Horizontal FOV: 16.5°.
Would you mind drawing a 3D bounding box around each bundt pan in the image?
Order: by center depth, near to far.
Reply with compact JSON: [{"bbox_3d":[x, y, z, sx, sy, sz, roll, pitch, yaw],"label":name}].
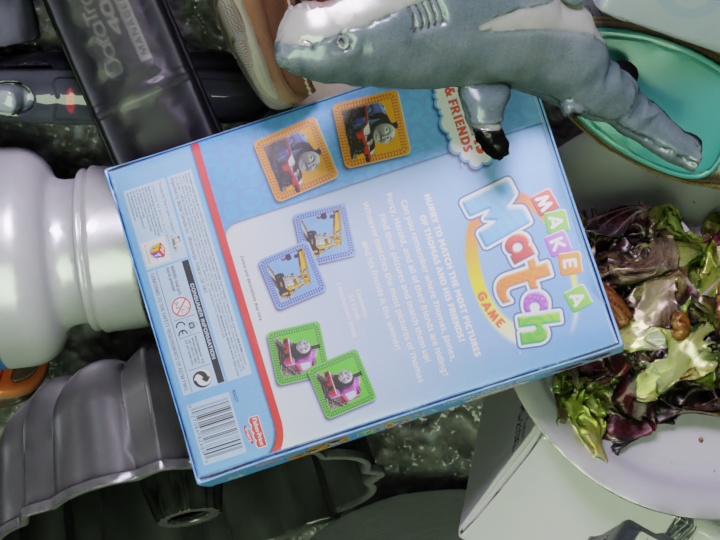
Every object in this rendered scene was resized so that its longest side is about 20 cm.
[{"bbox_3d":[-0.093,0.090,1.254,0.201,0.076,0.202,-11,160,-4],"label":"bundt pan"}]

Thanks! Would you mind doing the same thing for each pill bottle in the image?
[{"bbox_3d":[-0.206,-0.004,1.237,0.199,0.112,0.112,-6,119,2],"label":"pill bottle"}]

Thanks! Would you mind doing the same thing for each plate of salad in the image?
[{"bbox_3d":[0.158,0.017,1.163,0.200,0.200,0.048,27,157,-7],"label":"plate of salad"}]

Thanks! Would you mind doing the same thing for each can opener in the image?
[{"bbox_3d":[-0.141,-0.092,1.209,0.199,0.063,0.079,7,120,5],"label":"can opener"}]

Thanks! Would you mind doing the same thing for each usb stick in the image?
[{"bbox_3d":[-0.118,-0.122,1.168,0.055,0.033,0.200,-23,93,5],"label":"usb stick"}]

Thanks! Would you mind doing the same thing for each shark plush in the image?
[{"bbox_3d":[0.057,-0.088,1.082,0.200,0.083,0.091,27,162,-33],"label":"shark plush"}]

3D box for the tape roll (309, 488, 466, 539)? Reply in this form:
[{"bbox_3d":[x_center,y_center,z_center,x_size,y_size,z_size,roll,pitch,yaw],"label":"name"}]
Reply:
[{"bbox_3d":[0.058,0.194,1.250,0.200,0.200,0.066,6,122,5],"label":"tape roll"}]

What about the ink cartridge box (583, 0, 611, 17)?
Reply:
[{"bbox_3d":[0.105,-0.194,1.095,0.197,0.047,0.200,-25,140,11],"label":"ink cartridge box"}]

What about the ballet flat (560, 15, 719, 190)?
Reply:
[{"bbox_3d":[0.179,-0.072,1.167,0.200,0.072,0.068,18,110,-2],"label":"ballet flat"}]

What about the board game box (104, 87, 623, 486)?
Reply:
[{"bbox_3d":[0.001,-0.004,1.122,0.200,0.037,0.152,-18,80,5],"label":"board game box"}]

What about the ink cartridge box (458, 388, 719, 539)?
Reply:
[{"bbox_3d":[0.157,0.112,1.233,0.200,0.145,0.084,31,121,-9],"label":"ink cartridge box"}]

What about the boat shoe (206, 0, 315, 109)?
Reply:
[{"bbox_3d":[-0.043,-0.164,1.075,0.072,0.076,0.200,-18,119,-6],"label":"boat shoe"}]

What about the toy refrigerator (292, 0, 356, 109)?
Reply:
[{"bbox_3d":[-0.015,-0.128,1.169,0.076,0.070,0.200,-32,111,16],"label":"toy refrigerator"}]

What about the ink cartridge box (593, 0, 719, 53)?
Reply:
[{"bbox_3d":[0.215,-0.174,1.077,0.160,0.047,0.200,16,130,-28],"label":"ink cartridge box"}]

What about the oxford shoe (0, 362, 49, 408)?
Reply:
[{"bbox_3d":[-0.258,0.054,1.318,0.199,0.071,0.073,4,139,12],"label":"oxford shoe"}]
